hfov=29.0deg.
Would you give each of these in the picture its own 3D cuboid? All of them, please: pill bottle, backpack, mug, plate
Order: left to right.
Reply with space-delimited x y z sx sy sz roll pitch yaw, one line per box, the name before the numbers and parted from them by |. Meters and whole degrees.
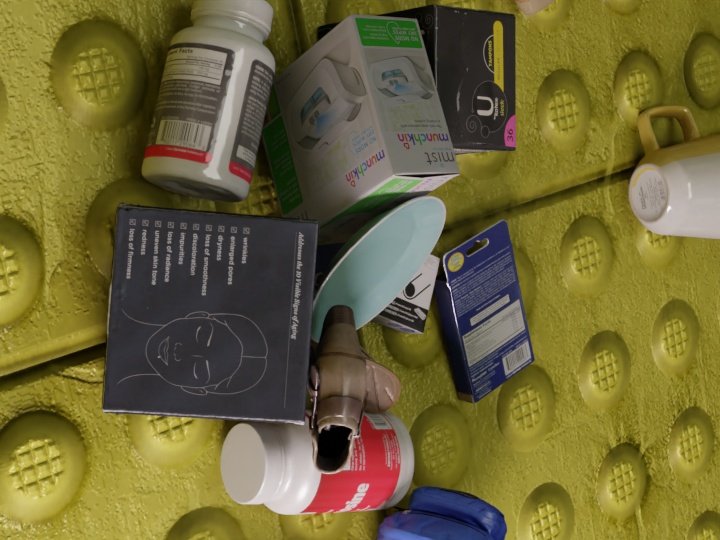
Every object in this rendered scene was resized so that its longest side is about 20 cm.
pill bottle | -0.149 -0.179 1.417 0.110 0.110 0.202 19 79 -38
pill bottle | -0.047 0.208 1.517 0.199 0.112 0.113 5 88 -39
plate | 0.011 -0.006 1.458 0.200 0.026 0.201 -39 157 -20
backpack | 0.086 0.330 1.562 0.200 0.161 0.169 36 63 -71
mug | 0.444 -0.121 1.927 0.152 0.187 0.150 -7 128 -30

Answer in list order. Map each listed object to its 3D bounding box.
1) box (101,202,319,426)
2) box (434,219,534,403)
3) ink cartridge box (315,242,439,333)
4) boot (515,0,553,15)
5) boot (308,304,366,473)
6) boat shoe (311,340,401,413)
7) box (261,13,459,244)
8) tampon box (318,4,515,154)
box | -0.148 0.044 1.374 0.195 0.124 0.202 5 88 -7
box | 0.151 0.047 1.718 0.121 0.032 0.201 -29 117 -35
ink cartridge box | 0.000 0.000 1.596 0.199 0.044 0.095 22 75 -38
boot | 0.242 -0.440 1.770 0.200 0.072 0.167 -39 116 -28
boot | -0.029 0.137 1.407 0.070 0.201 0.147 2 55 -1
boat shoe | -0.045 0.087 1.550 0.199 0.072 0.072 31 97 -15
box | -0.007 -0.142 1.458 0.096 0.200 0.178 -4 74 -38
tampon box | 0.062 -0.203 1.543 0.126 0.199 0.151 -2 93 -39
